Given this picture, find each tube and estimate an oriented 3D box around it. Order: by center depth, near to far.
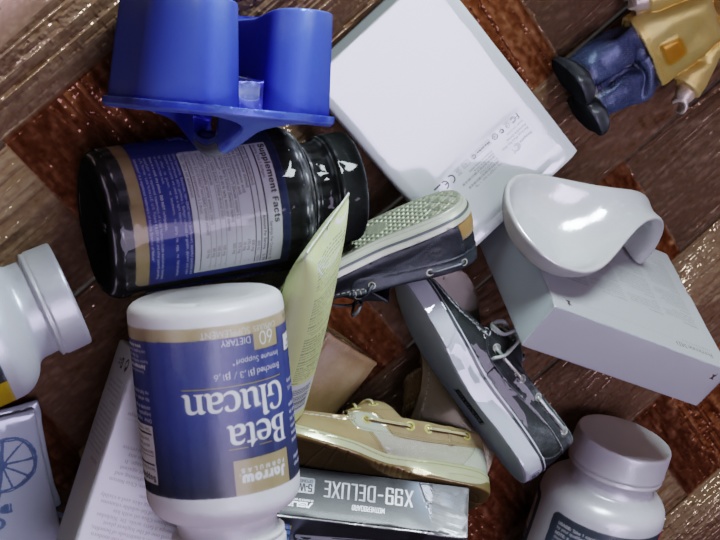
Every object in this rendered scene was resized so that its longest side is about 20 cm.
[{"bbox_3d":[-0.046,0.034,1.147,0.052,0.058,0.200,-4,138,-23],"label":"tube"}]

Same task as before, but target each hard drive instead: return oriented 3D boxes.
[{"bbox_3d":[0.065,-0.123,1.221,0.132,0.026,0.200,-43,114,-1],"label":"hard drive"}]

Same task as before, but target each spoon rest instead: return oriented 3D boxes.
[{"bbox_3d":[0.185,-0.038,1.248,0.200,0.099,0.061,-1,143,-50],"label":"spoon rest"}]

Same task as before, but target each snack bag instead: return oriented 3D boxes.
[{"bbox_3d":[-0.327,0.211,1.223,0.189,0.021,0.200,-16,119,-17],"label":"snack bag"}]

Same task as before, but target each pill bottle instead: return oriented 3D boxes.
[{"bbox_3d":[-0.100,0.115,1.090,0.111,0.111,0.200,-9,99,-21],"label":"pill bottle"},{"bbox_3d":[-0.301,0.056,1.105,0.200,0.112,0.112,-25,122,-12],"label":"pill bottle"},{"bbox_3d":[-0.101,-0.048,1.147,0.200,0.112,0.112,-10,118,-21],"label":"pill bottle"},{"bbox_3d":[0.215,0.243,1.431,0.120,0.120,0.200,6,112,-27],"label":"pill bottle"}]

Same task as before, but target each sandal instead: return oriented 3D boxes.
[{"bbox_3d":[0.072,0.100,1.332,0.078,0.070,0.212,-2,93,-9],"label":"sandal"}]

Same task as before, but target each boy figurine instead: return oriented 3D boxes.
[{"bbox_3d":[0.261,-0.188,1.277,0.200,0.064,0.124,-30,120,-5],"label":"boy figurine"}]

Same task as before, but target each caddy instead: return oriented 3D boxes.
[{"bbox_3d":[-0.098,-0.131,1.065,0.141,0.200,0.105,4,96,-24],"label":"caddy"}]

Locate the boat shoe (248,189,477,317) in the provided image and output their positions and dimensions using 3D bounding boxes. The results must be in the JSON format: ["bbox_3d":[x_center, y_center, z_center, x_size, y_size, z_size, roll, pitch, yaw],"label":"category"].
[{"bbox_3d":[0.000,0.000,1.213,0.200,0.075,0.062,-21,116,10],"label":"boat shoe"}]

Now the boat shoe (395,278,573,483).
[{"bbox_3d":[0.105,0.075,1.263,0.068,0.074,0.199,-36,90,-15],"label":"boat shoe"}]

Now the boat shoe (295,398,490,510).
[{"bbox_3d":[0.010,0.143,1.256,0.200,0.066,0.074,18,142,-17],"label":"boat shoe"}]

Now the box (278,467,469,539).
[{"bbox_3d":[-0.004,0.240,1.289,0.158,0.050,0.200,8,142,-4],"label":"box"}]

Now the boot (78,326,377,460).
[{"bbox_3d":[-0.108,0.112,1.256,0.175,0.066,0.200,34,94,-36],"label":"boot"}]

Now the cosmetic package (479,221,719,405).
[{"bbox_3d":[0.201,0.022,1.296,0.200,0.151,0.052,20,121,-30],"label":"cosmetic package"}]

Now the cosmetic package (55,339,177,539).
[{"bbox_3d":[-0.161,0.164,1.172,0.101,0.071,0.200,19,90,-20],"label":"cosmetic package"}]
